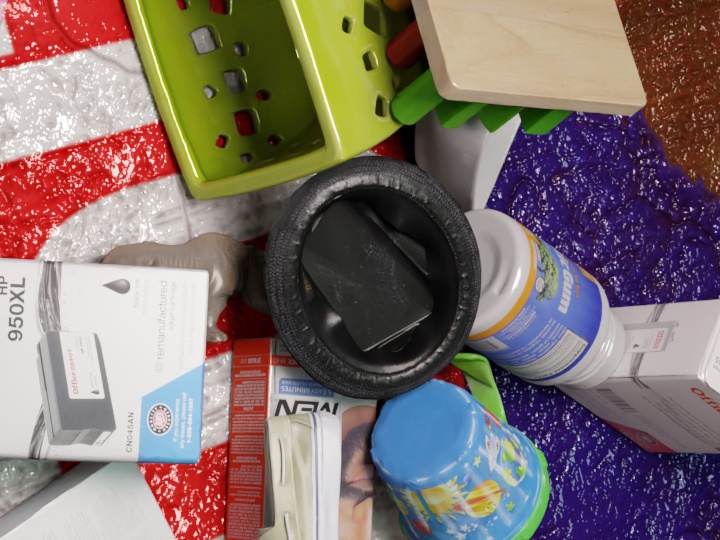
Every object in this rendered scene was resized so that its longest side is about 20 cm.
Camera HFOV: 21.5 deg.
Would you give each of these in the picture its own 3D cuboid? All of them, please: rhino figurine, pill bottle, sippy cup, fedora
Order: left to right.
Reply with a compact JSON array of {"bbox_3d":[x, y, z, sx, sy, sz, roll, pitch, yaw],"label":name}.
[{"bbox_3d":[-0.128,0.014,1.519,0.199,0.060,0.088,-8,93,-37],"label":"rhino figurine"},{"bbox_3d":[0.000,0.000,1.530,0.199,0.092,0.202,-6,105,-21],"label":"fedora"},{"bbox_3d":[0.074,0.162,1.576,0.139,0.178,0.130,-32,140,5],"label":"sippy cup"},{"bbox_3d":[0.147,0.033,1.640,0.200,0.112,0.113,30,69,-46],"label":"pill bottle"}]

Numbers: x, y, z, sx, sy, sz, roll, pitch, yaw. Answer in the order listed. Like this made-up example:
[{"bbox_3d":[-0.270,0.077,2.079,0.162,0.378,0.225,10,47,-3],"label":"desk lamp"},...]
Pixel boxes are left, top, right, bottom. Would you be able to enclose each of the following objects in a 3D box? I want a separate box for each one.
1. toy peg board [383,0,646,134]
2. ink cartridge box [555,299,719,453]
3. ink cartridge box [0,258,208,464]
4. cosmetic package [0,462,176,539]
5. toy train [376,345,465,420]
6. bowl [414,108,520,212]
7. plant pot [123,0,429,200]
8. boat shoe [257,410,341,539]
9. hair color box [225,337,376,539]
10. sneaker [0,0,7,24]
[{"bbox_3d":[0.094,-0.199,1.468,0.199,0.098,0.200,1,65,-38],"label":"toy peg board"},{"bbox_3d":[0.297,0.100,1.721,0.146,0.200,0.083,36,67,-27],"label":"ink cartridge box"},{"bbox_3d":[-0.218,0.067,1.395,0.199,0.084,0.146,3,86,-14],"label":"ink cartridge box"},{"bbox_3d":[-0.201,0.260,1.451,0.151,0.052,0.201,-34,105,-34],"label":"cosmetic package"},{"bbox_3d":[0.072,0.063,1.669,0.046,0.034,0.201,44,64,-28],"label":"toy train"},{"bbox_3d":[0.103,-0.158,1.635,0.074,0.200,0.201,19,70,8],"label":"bowl"},{"bbox_3d":[-0.045,-0.186,1.517,0.181,0.198,0.201,-25,99,-40],"label":"plant pot"},{"bbox_3d":[-0.050,0.211,1.487,0.062,0.072,0.201,3,80,-8],"label":"boat shoe"},{"bbox_3d":[-0.048,0.160,1.560,0.110,0.064,0.201,6,84,-35],"label":"hair color box"},{"bbox_3d":[-0.298,-0.265,1.423,0.095,0.079,0.201,20,73,-20],"label":"sneaker"}]
